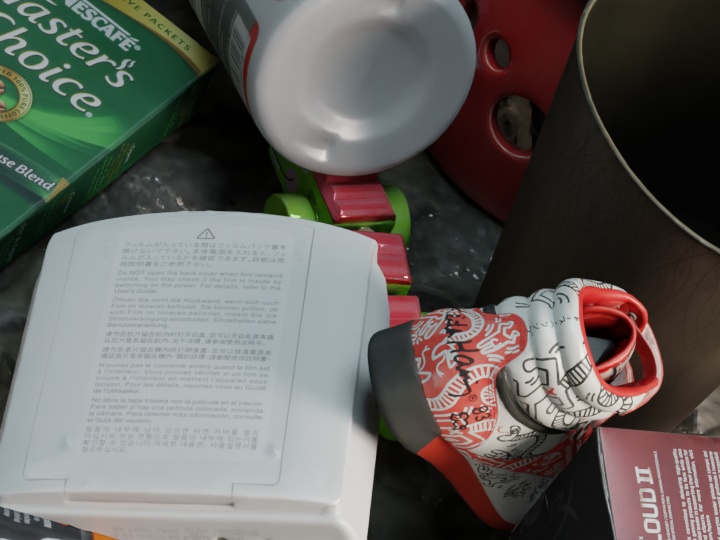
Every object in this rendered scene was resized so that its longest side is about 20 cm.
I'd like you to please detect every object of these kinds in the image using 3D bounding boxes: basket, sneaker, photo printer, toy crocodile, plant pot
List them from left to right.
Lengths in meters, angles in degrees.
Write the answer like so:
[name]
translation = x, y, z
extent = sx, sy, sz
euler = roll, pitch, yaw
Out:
[photo printer]
translation = -0.073, 0.051, 1.330
extent = 0.166, 0.069, 0.200
euler = 1, 43, 5
[toy crocodile]
translation = 0.000, 0.000, 1.443
extent = 0.067, 0.062, 0.200
euler = 0, 51, -23
[sneaker]
translation = 0.089, 0.061, 1.326
extent = 0.108, 0.201, 0.067
euler = -16, 65, 18
[plant pot]
translation = 0.141, -0.136, 1.540
extent = 0.200, 0.183, 0.201
euler = 12, 46, -13
[basket]
translation = 0.132, -0.008, 1.411
extent = 0.136, 0.200, 0.180
euler = -6, 56, -28

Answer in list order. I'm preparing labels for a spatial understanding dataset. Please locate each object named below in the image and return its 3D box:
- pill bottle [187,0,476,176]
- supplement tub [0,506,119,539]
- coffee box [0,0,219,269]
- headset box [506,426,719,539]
[pill bottle]
translation = -0.026, -0.143, 1.488
extent = 0.114, 0.114, 0.200
euler = 2, 32, -22
[supplement tub]
translation = -0.155, 0.148, 1.220
extent = 0.200, 0.107, 0.107
euler = 16, 47, -10
[coffee box]
translation = -0.174, -0.079, 1.447
extent = 0.123, 0.044, 0.200
euler = 39, 48, 11
[headset box]
translation = 0.152, 0.140, 1.328
extent = 0.200, 0.149, 0.075
euler = 6, 56, -19
